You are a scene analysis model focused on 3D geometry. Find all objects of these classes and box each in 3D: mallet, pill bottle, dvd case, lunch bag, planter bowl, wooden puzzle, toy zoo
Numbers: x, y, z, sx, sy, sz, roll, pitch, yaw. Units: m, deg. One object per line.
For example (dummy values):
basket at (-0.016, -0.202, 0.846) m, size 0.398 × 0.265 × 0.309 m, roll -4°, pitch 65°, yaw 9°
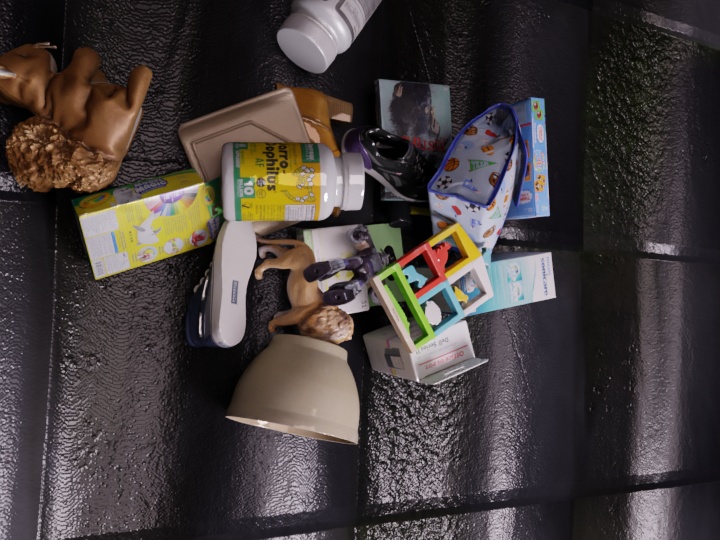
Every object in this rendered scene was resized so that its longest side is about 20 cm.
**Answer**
mallet at (0.127, -0.113, 1.202) m, size 0.199 × 0.041 × 0.066 m, roll -5°, pitch 76°, yaw -34°
pill bottle at (-0.042, -0.423, 1.075) m, size 0.114 × 0.114 × 0.201 m, roll 38°, pitch 74°, yaw -21°
dvd case at (0.095, -0.220, 1.147) m, size 0.145 × 0.022 × 0.202 m, roll -2°, pitch 90°, yaw -27°
lunch bag at (0.199, -0.145, 1.085) m, size 0.123 × 0.170 × 0.201 m, roll 20°, pitch 64°, yaw 17°
planter bowl at (-0.090, 0.174, 1.010) m, size 0.199 × 0.200 × 0.136 m, roll 19°, pitch 71°, yaw -25°
wooden puzzle at (-0.159, -0.157, 1.034) m, size 0.184 × 0.037 × 0.201 m, roll -21°, pitch 105°, yaw -5°
toy zoo at (0.122, 0.017, 1.021) m, size 0.199 × 0.020 × 0.132 m, roll -33°, pitch 102°, yaw -21°
pill bottle at (-0.098, -0.129, 0.974) m, size 0.199 × 0.113 × 0.114 m, roll -1°, pitch 90°, yaw -10°

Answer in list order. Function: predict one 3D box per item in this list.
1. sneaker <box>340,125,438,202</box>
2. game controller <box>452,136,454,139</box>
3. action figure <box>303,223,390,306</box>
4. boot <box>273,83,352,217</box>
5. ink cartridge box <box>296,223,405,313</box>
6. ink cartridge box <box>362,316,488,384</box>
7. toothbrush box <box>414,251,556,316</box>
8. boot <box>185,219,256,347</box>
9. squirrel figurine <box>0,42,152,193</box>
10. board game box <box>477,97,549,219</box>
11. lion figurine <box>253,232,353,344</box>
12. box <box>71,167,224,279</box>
sneaker at (0.069, -0.166, 1.070) m, size 0.199 × 0.087 × 0.076 m, roll 22°, pitch 78°, yaw -27°
game controller at (0.128, -0.206, 1.191) m, size 0.199 × 0.042 × 0.105 m, roll 32°, pitch 61°, yaw -22°
action figure at (0.000, 0.000, 1.039) m, size 0.200 × 0.069 × 0.131 m, roll -27°, pitch 89°, yaw -59°
boot at (-0.089, -0.192, 1.082) m, size 0.143 × 0.071 × 0.203 m, roll 5°, pitch 85°, yaw -20°
ink cartridge box at (-0.004, -0.005, 1.129) m, size 0.199 × 0.048 × 0.147 m, roll -7°, pitch 92°, yaw -24°
ink cartridge box at (0.102, 0.125, 1.094) m, size 0.117 × 0.200 × 0.068 m, roll -18°, pitch 97°, yaw -25°
toothbrush box at (0.217, 0.020, 1.183) m, size 0.199 × 0.146 × 0.086 m, roll -10°, pitch 95°, yaw -27°
boot at (-0.216, 0.016, 1.002) m, size 0.073 × 0.090 × 0.201 m, roll 27°, pitch 62°, yaw -49°
squirrel figurine at (-0.399, -0.203, 0.888) m, size 0.186 × 0.141 × 0.201 m, roll 21°, pitch 78°, yaw -18°
board game box at (0.271, -0.192, 1.207) m, size 0.036 × 0.151 × 0.202 m, roll -2°, pitch 91°, yaw -27°
lion figurine at (-0.089, 0.025, 1.031) m, size 0.122 × 0.072 × 0.201 m, roll -15°, pitch 95°, yaw 10°
box at (-0.292, -0.072, 0.952) m, size 0.199 × 0.048 × 0.118 m, roll -18°, pitch 138°, yaw -24°
